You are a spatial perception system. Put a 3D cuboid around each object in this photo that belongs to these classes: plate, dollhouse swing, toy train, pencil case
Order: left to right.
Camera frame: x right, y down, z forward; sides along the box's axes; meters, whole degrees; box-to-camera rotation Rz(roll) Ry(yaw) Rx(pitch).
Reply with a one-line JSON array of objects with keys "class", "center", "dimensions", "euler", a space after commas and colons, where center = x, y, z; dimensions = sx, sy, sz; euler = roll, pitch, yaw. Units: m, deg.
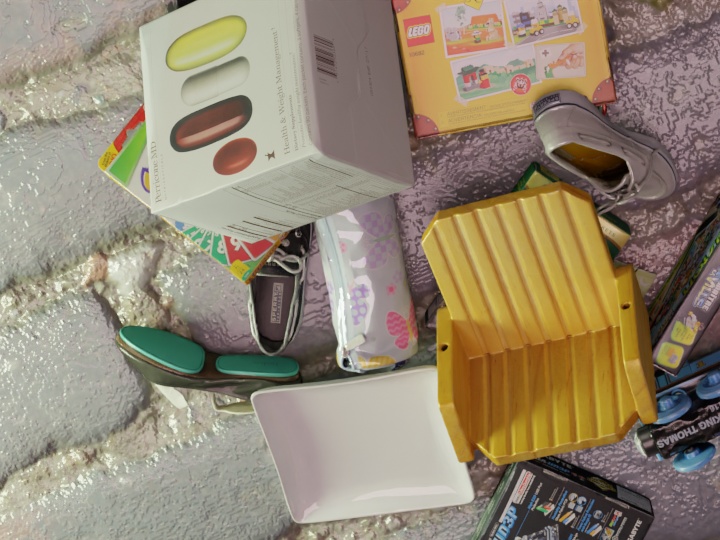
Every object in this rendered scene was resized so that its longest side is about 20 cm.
[{"class": "pencil case", "center": [0.000, 0.000, 1.731], "dimensions": [0.090, 0.083, 0.202], "euler": [-18, 107, -30]}, {"class": "plate", "center": [0.006, 0.174, 1.777], "dimensions": [0.198, 0.032, 0.200], "euler": [-8, 129, 9]}, {"class": "dollhouse swing", "center": [0.158, 0.051, 1.632], "dimensions": [0.199, 0.183, 0.176], "euler": [-12, 138, 17]}, {"class": "toy train", "center": [0.364, 0.125, 1.728], "dimensions": [0.199, 0.114, 0.087], "euler": [-26, 106, 11]}]

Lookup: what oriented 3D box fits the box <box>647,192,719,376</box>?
[{"class": "box", "center": [0.341, -0.003, 1.695], "dimensions": [0.035, 0.110, 0.201], "euler": [28, 105, -4]}]

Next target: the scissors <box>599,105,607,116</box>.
[{"class": "scissors", "center": [0.148, -0.191, 1.707], "dimensions": [0.199, 0.014, 0.073], "euler": [32, 105, -3]}]

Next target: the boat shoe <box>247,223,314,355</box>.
[{"class": "boat shoe", "center": [-0.087, -0.014, 1.742], "dimensions": [0.073, 0.068, 0.201], "euler": [8, 106, 1]}]

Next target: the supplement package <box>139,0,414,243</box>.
[{"class": "supplement package", "center": [-0.079, -0.152, 1.591], "dimensions": [0.199, 0.147, 0.193], "euler": [-18, 70, 33]}]

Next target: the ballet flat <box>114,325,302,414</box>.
[{"class": "ballet flat", "center": [-0.160, 0.113, 1.787], "dimensions": [0.198, 0.068, 0.069], "euler": [13, 115, 0]}]

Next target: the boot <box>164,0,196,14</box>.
[{"class": "boot", "center": [-0.089, -0.292, 1.671], "dimensions": [0.198, 0.066, 0.166], "euler": [-2, 107, 0]}]

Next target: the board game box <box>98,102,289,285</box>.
[{"class": "board game box", "center": [-0.160, -0.084, 1.711], "dimensions": [0.200, 0.030, 0.096], "euler": [37, 85, 12]}]

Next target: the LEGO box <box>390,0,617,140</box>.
[{"class": "LEGO box", "center": [0.135, -0.218, 1.657], "dimensions": [0.198, 0.077, 0.150], "euler": [-10, 99, 5]}]

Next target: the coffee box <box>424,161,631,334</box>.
[{"class": "coffee box", "center": [0.166, 0.005, 1.743], "dimensions": [0.123, 0.044, 0.200], "euler": [35, 105, -6]}]

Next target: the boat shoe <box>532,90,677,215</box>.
[{"class": "boat shoe", "center": [0.240, -0.093, 1.643], "dimensions": [0.074, 0.087, 0.202], "euler": [-26, 143, 30]}]

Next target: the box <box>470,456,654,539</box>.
[{"class": "box", "center": [0.196, 0.303, 1.825], "dimensions": [0.158, 0.046, 0.201], "euler": [23, 106, -3]}]

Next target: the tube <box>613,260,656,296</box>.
[{"class": "tube", "center": [0.224, 0.078, 1.757], "dimensions": [0.052, 0.058, 0.201], "euler": [33, 107, 0]}]
